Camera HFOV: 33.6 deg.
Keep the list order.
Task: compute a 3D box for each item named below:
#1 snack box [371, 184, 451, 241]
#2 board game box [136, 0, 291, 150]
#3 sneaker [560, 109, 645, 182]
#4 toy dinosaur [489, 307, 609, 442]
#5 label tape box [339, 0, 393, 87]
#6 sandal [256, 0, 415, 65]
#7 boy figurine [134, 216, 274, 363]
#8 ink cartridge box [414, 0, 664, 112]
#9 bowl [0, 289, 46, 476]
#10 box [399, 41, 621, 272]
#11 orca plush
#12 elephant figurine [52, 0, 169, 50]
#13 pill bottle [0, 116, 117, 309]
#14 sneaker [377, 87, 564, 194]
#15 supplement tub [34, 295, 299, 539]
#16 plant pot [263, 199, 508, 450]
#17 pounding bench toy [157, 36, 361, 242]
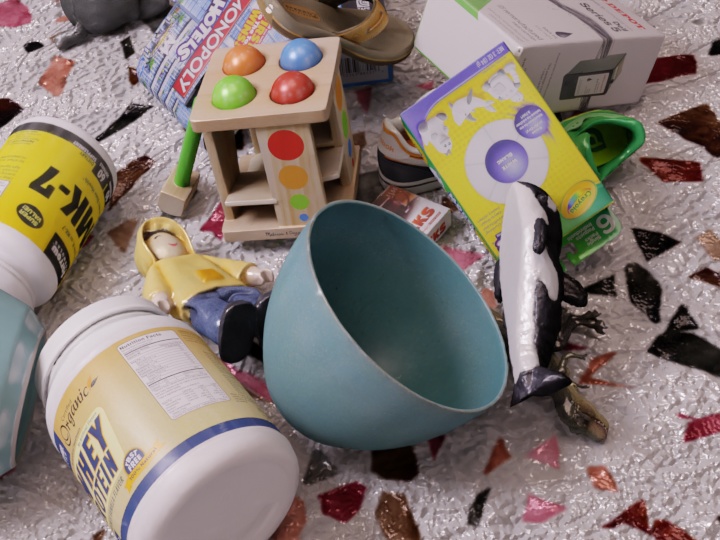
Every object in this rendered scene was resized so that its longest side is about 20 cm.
[{"bbox_3d":[0.000,0.000,1.097,0.072,0.024,0.200,25,56,28],"label":"snack box"},{"bbox_3d":[-0.131,-0.229,1.226,0.200,0.062,0.200,-52,52,9],"label":"board game box"},{"bbox_3d":[0.180,-0.104,1.119,0.199,0.074,0.084,-27,9,-16],"label":"sneaker"},{"bbox_3d":[0.152,0.058,1.016,0.088,0.048,0.200,-37,51,-15],"label":"toy dinosaur"},{"bbox_3d":[-0.045,-0.287,1.332,0.143,0.064,0.201,-8,48,0],"label":"label tape box"},{"bbox_3d":[-0.013,-0.251,1.173,0.199,0.054,0.081,5,44,-44],"label":"sandal"},{"bbox_3d":[-0.138,0.011,1.064,0.124,0.065,0.200,-14,32,-31],"label":"boy figurine"},{"bbox_3d":[0.179,-0.229,1.194,0.199,0.084,0.146,-12,45,-34],"label":"ink cartridge box"},{"bbox_3d":[-0.318,0.093,0.965,0.104,0.201,0.202,12,48,-10],"label":"bowl"},{"bbox_3d":[0.136,-0.087,1.064,0.117,0.048,0.201,-35,88,4],"label":"box"},{"bbox_3d":[0.159,0.017,0.975,0.071,0.106,0.201,8,43,-10],"label":"orca plush"},{"bbox_3d":[-0.299,-0.383,1.357,0.140,0.201,0.156,-8,48,0],"label":"elephant figurine"},{"bbox_3d":[-0.316,-0.038,1.112,0.113,0.115,0.201,9,51,15],"label":"pill bottle"},{"bbox_3d":[0.112,-0.138,1.171,0.199,0.080,0.079,-19,48,-12],"label":"sneaker"},{"bbox_3d":[-0.155,0.126,0.925,0.144,0.145,0.200,-31,52,-20],"label":"supplement tub"},{"bbox_3d":[0.000,0.064,0.951,0.199,0.135,0.201,30,34,-23],"label":"plant pot"},{"bbox_3d":[-0.112,-0.127,1.125,0.198,0.157,0.125,-4,41,10],"label":"pounding bench toy"}]
